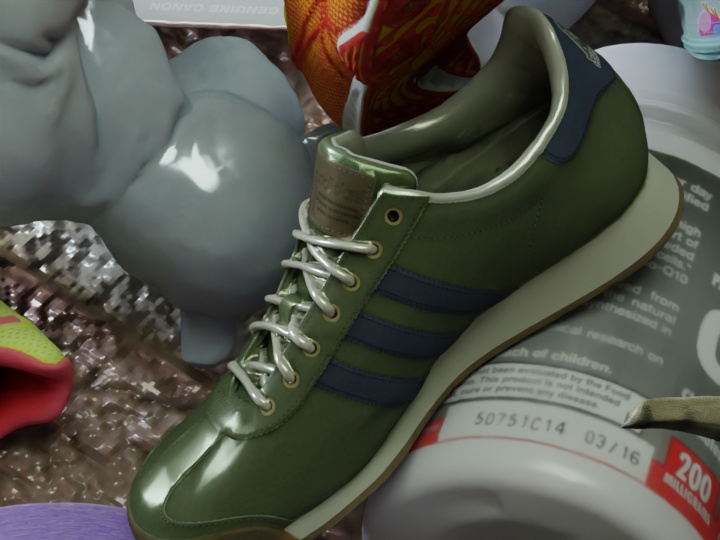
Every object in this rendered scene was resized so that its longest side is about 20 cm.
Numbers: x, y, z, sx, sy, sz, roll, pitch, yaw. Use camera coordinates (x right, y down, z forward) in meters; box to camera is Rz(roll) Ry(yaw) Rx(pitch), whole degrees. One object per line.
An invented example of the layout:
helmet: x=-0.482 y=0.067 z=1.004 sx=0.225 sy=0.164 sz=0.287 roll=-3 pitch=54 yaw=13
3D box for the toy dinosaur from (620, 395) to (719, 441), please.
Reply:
toy dinosaur: x=0.144 y=0.045 z=0.695 sx=0.047 sy=0.200 sz=0.088 roll=28 pitch=84 yaw=36

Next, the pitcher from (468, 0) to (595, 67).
pitcher: x=0.077 y=-0.169 z=0.927 sx=0.121 sy=0.172 sz=0.200 roll=2 pitch=60 yaw=44

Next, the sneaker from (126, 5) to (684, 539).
sneaker: x=0.000 y=0.000 z=0.676 sx=0.200 sy=0.090 sz=0.067 roll=-38 pitch=38 yaw=-10

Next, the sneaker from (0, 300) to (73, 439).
sneaker: x=-0.162 y=0.071 z=0.729 sx=0.090 sy=0.078 sz=0.200 roll=25 pitch=52 yaw=13

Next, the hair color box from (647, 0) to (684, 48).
hair color box: x=0.173 y=-0.070 z=0.859 sx=0.060 sy=0.099 sz=0.200 roll=-11 pitch=52 yaw=-12

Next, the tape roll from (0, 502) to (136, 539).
tape roll: x=-0.089 y=0.167 z=0.663 sx=0.199 sy=0.066 sz=0.201 roll=3 pitch=51 yaw=-3

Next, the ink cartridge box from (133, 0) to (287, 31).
ink cartridge box: x=-0.113 y=-0.146 z=0.934 sx=0.199 sy=0.045 sz=0.177 roll=3 pitch=49 yaw=-2

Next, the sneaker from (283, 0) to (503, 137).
sneaker: x=0.004 y=-0.094 z=0.688 sx=0.073 sy=0.200 sz=0.077 roll=-32 pitch=83 yaw=-17

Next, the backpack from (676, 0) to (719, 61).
backpack: x=0.138 y=-0.160 z=0.760 sx=0.176 sy=0.154 sz=0.200 roll=-35 pitch=21 yaw=-22

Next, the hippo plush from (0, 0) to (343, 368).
hippo plush: x=-0.075 y=-0.063 z=0.782 sx=0.160 sy=0.160 sz=0.200 roll=23 pitch=19 yaw=-21

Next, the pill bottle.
pill bottle: x=0.081 y=0.025 z=0.763 sx=0.114 sy=0.114 sz=0.200 roll=16 pitch=51 yaw=8
